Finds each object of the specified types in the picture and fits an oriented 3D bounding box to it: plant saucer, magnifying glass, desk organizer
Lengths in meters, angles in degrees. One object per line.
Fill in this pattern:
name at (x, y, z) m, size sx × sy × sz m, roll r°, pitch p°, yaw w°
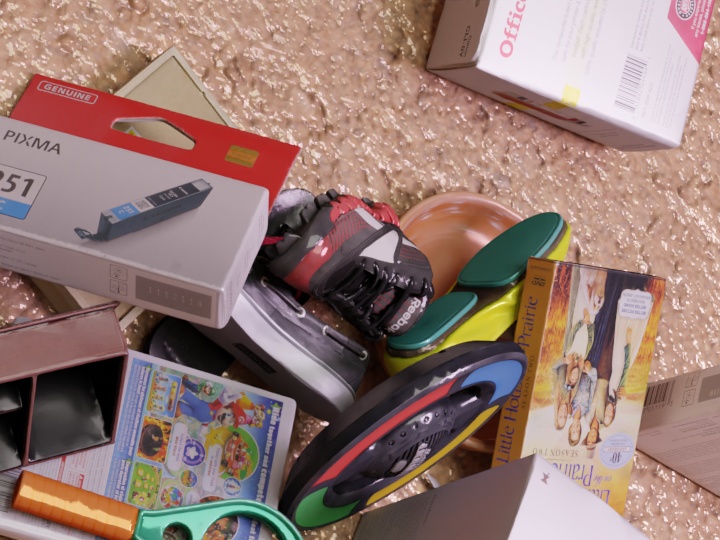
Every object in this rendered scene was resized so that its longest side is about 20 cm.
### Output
plant saucer at (0.083, 0.041, 1.763) m, size 0.199 × 0.037 × 0.201 m, roll 14°, pitch 66°, yaw -33°
magnifying glass at (-0.126, 0.169, 1.507) m, size 0.199 × 0.022 × 0.080 m, roll 19°, pitch 63°, yaw -14°
desk organizer at (-0.238, 0.085, 1.458) m, size 0.199 × 0.072 × 0.077 m, roll -13°, pitch 78°, yaw -31°

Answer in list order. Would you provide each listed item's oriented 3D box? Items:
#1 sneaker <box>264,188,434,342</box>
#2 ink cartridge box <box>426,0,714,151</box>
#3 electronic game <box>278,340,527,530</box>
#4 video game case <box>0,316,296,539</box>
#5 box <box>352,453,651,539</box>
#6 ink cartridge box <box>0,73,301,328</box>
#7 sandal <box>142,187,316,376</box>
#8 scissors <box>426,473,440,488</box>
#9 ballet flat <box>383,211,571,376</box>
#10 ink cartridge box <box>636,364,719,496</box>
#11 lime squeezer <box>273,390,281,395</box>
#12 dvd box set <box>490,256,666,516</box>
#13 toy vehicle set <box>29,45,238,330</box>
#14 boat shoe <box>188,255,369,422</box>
sneaker at (0.000, 0.000, 1.609) m, size 0.098 × 0.071 × 0.200 m, roll 50°, pitch 12°, yaw 12°
ink cartridge box at (0.167, -0.193, 1.850) m, size 0.199 × 0.083 × 0.146 m, roll 20°, pitch 82°, yaw -27°
electronic game at (0.030, 0.113, 1.596) m, size 0.199 × 0.200 × 0.042 m, roll -21°, pitch 68°, yaw -40°
video game case at (-0.147, 0.124, 1.539) m, size 0.199 × 0.018 × 0.144 m, roll 18°, pitch 63°, yaw -15°
box at (0.087, 0.216, 1.598) m, size 0.124 × 0.200 × 0.098 m, roll 37°, pitch 55°, yaw -20°
ink cartridge box at (-0.155, -0.061, 1.530) m, size 0.199 × 0.045 × 0.177 m, roll 15°, pitch 49°, yaw 7°
sandal at (-0.075, 0.015, 1.646) m, size 0.075 × 0.045 × 0.200 m, roll 49°, pitch 52°, yaw -12°
scissors at (0.104, 0.236, 1.724) m, size 0.200 × 0.014 × 0.073 m, roll 45°, pitch 55°, yaw -18°
ballet flat at (0.090, 0.033, 1.716) m, size 0.200 × 0.067 × 0.067 m, roll -40°, pitch 120°, yaw -36°
ink cartridge box at (0.323, 0.139, 1.831) m, size 0.199 × 0.161 × 0.050 m, roll 29°, pitch 62°, yaw -26°
lime squeezer at (-0.105, 0.127, 1.588) m, size 0.199 × 0.038 × 0.071 m, roll -19°, pitch 89°, yaw -38°
dvd box set at (0.159, 0.095, 1.738) m, size 0.146 × 0.029 × 0.201 m, roll 9°, pitch 92°, yaw -48°
toy vehicle set at (-0.156, -0.052, 1.620) m, size 0.125 × 0.026 × 0.200 m, roll 53°, pitch 51°, yaw -10°
boat shoe at (-0.072, 0.025, 1.595) m, size 0.200 × 0.068 × 0.057 m, roll 43°, pitch 64°, yaw -27°
